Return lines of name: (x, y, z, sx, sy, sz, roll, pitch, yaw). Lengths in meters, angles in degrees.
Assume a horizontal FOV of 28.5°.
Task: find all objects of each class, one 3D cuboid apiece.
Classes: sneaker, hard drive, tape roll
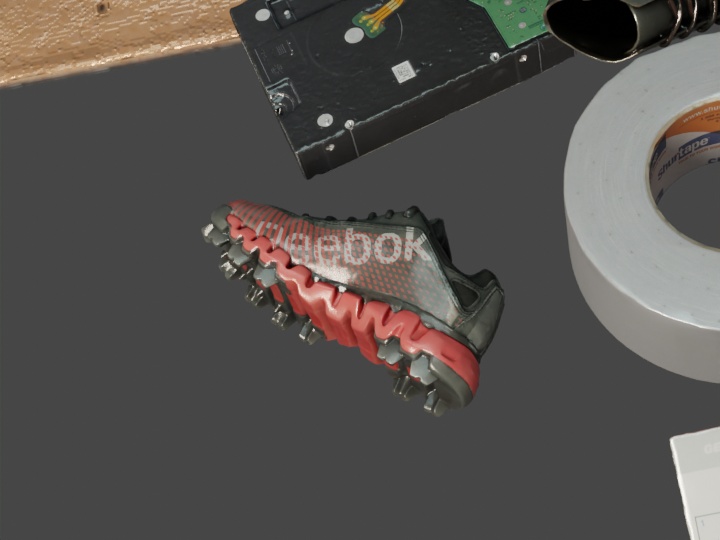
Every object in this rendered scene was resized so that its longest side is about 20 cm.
sneaker: (0.213, -0.169, 0.868, 0.197, 0.075, 0.107, 2, 40, 19)
sneaker: (0.000, 0.000, 0.839, 0.199, 0.071, 0.098, 28, 70, 23)
hard drive: (0.026, -0.158, 0.944, 0.198, 0.038, 0.141, -26, 58, -2)
tape roll: (0.217, -0.039, 0.815, 0.197, 0.066, 0.203, -5, 60, 10)

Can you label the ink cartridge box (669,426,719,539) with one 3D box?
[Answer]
ink cartridge box: (0.253, 0.140, 0.663, 0.197, 0.044, 0.176, -12, 92, 6)
